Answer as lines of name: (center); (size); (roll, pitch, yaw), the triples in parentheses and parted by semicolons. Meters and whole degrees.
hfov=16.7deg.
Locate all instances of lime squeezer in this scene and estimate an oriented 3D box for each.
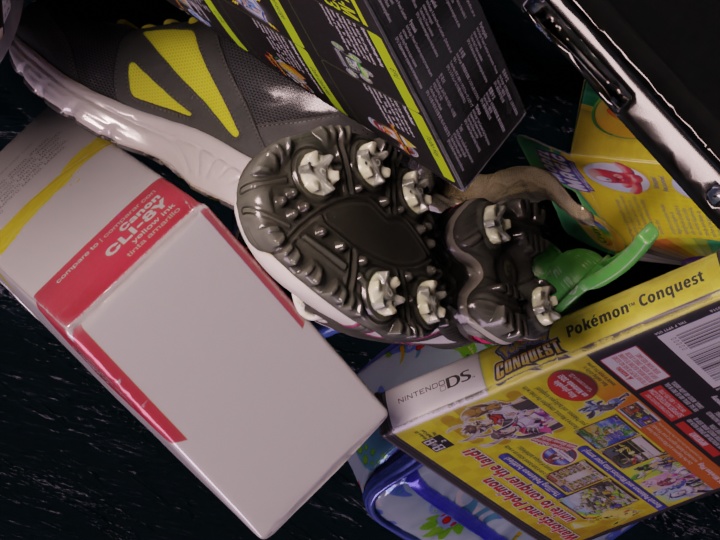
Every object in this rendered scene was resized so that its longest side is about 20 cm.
lime squeezer: (0.085, -0.011, 1.114); (0.200, 0.038, 0.071); (20, 130, 56)

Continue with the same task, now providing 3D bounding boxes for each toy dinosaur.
toy dinosaur: (0.031, -0.036, 1.100); (0.088, 0.047, 0.200); (50, 152, -8)

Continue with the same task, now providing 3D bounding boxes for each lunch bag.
lunch bag: (0.085, 0.090, 1.298); (0.161, 0.083, 0.200); (-35, 144, 11)

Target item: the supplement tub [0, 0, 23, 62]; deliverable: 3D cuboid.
supplement tub: (-0.185, -0.126, 0.906); (0.122, 0.123, 0.200); (16, 172, -5)

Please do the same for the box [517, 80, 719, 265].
box: (0.174, -0.038, 1.052); (0.199, 0.049, 0.117); (5, 159, 19)

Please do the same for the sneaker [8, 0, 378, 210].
sneaker: (-0.067, -0.081, 1.078); (0.200, 0.085, 0.074); (29, -178, 25)

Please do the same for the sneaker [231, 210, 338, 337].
sneaker: (-0.009, 0.004, 1.245); (0.075, 0.079, 0.200); (0, 155, 38)

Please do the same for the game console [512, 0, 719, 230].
game console: (0.114, -0.105, 0.794); (0.200, 0.116, 0.176); (50, -163, 14)

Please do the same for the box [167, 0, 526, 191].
box: (-0.045, -0.129, 0.853); (0.193, 0.048, 0.200); (32, 168, 26)

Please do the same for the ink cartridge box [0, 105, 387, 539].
ink cartridge box: (-0.095, 0.017, 1.129); (0.145, 0.083, 0.200); (49, 172, -30)

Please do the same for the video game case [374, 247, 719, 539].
video game case: (0.130, 0.068, 1.170); (0.180, 0.026, 0.200); (-24, 148, 20)

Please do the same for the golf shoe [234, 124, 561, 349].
golf shoe: (0.000, 0.000, 0.965); (0.088, 0.077, 0.200); (-13, 162, 30)
